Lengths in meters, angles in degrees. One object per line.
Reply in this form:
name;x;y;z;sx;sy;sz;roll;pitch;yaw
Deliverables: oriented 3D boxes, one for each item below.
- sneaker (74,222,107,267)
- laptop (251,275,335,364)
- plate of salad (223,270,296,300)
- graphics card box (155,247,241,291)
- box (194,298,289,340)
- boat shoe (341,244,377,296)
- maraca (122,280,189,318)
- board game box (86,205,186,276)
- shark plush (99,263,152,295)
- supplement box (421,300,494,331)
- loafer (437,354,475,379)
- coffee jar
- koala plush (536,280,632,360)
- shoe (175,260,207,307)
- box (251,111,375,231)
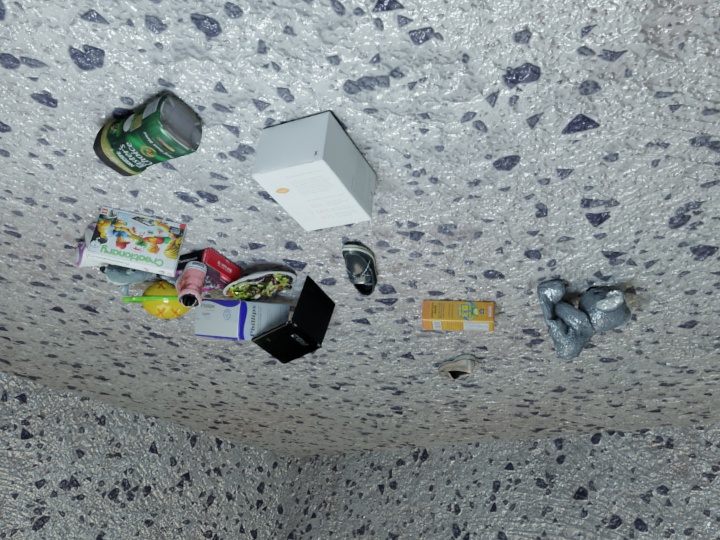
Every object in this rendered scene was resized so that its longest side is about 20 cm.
sneaker;-0.653;-0.065;1.557;0.099;0.076;0.199;3;160;-40
laptop;-0.180;0.143;1.700;0.198;0.117;0.187;-25;145;10
plate of salad;-0.265;0.049;1.633;0.197;0.049;0.200;-13;163;-4
graphics card box;-0.433;0.005;1.640;0.198;0.052;0.125;-10;148;31
box;-0.330;0.138;1.717;0.182;0.107;0.199;0;174;36
boat shoe;0.000;0.000;1.520;0.073;0.063;0.201;1;151;15
maraca;-0.569;0.083;1.739;0.197;0.109;0.137;1;170;-20
board game box;-0.521;-0.068;1.437;0.197;0.128;0.035;12;153;-12
shark plush;-0.629;-0.004;1.623;0.082;0.092;0.200;-12;160;4
supplement box;0.270;0.124;1.690;0.197;0.067;0.069;1;149;10
loafer;0.323;0.342;2.095;0.071;0.064;0.200;16;151;-18
coffee jar;-0.393;-0.241;1.122;0.198;0.086;0.104;-12;148;32
koala plush;0.564;0.113;1.511;0.198;0.186;0.177;-20;145;21
shoe;-0.446;0.057;1.587;0.071;0.092;0.200;16;150;-18
box;-0.080;-0.178;1.148;0.150;0.108;0.200;-7;150;25
